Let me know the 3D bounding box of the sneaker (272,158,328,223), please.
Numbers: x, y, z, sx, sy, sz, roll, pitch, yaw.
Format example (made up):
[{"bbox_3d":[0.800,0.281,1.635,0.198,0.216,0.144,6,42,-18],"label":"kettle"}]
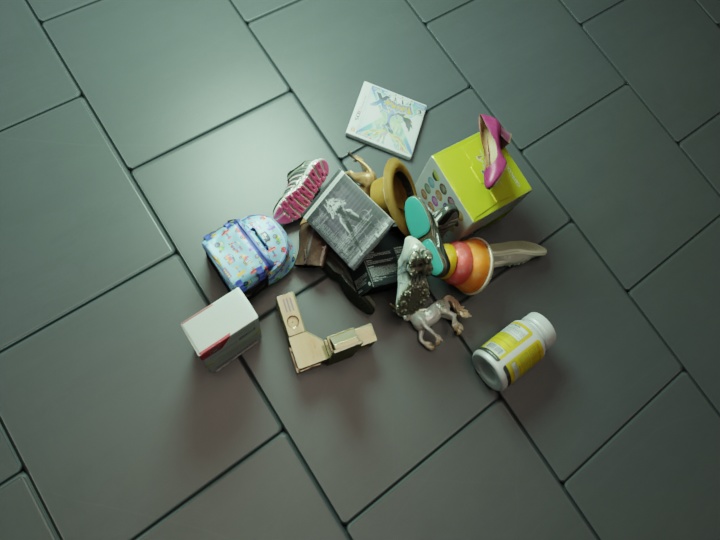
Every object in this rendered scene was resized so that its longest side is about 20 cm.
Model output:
[{"bbox_3d":[-0.164,-0.208,1.399,0.074,0.087,0.202,42,79,-39],"label":"sneaker"}]

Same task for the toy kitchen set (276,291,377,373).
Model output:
[{"bbox_3d":[-0.077,0.116,1.265,0.196,0.163,0.184,-17,76,-15],"label":"toy kitchen set"}]

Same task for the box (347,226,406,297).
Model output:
[{"bbox_3d":[0.066,-0.028,1.350,0.197,0.079,0.144,-10,76,-36],"label":"box"}]

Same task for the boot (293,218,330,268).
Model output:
[{"bbox_3d":[-0.074,-0.086,1.338,0.197,0.072,0.170,-4,67,36],"label":"boot"}]

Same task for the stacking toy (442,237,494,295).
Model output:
[{"bbox_3d":[0.220,-0.023,1.345,0.197,0.145,0.149,10,69,-31],"label":"stacking toy"}]

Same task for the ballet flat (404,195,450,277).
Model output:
[{"bbox_3d":[0.159,-0.078,1.272,0.068,0.067,0.204,-6,75,-55],"label":"ballet flat"}]

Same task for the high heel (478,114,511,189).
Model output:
[{"bbox_3d":[0.303,-0.285,1.302,0.095,0.067,0.202,30,54,-13],"label":"high heel"}]

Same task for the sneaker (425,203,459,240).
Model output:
[{"bbox_3d":[0.179,-0.139,1.380,0.074,0.201,0.117,-15,67,-20],"label":"sneaker"}]

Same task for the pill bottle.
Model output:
[{"bbox_3d":[0.386,0.198,1.351,0.198,0.114,0.115,-32,80,-18],"label":"pill bottle"}]

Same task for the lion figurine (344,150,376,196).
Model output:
[{"bbox_3d":[0.012,-0.198,1.388,0.072,0.203,0.122,-35,48,-29],"label":"lion figurine"}]

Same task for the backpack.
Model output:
[{"bbox_3d":[-0.256,-0.046,1.298,0.198,0.135,0.184,-32,80,-17],"label":"backpack"}]

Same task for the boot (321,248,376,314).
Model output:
[{"bbox_3d":[0.000,0.000,1.372,0.130,0.068,0.200,-40,85,-25],"label":"boot"}]

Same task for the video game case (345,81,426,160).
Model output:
[{"bbox_3d":[0.075,-0.428,1.542,0.196,0.022,0.185,20,70,-4],"label":"video game case"}]

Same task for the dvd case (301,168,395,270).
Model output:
[{"bbox_3d":[-0.032,-0.122,1.283,0.149,0.016,0.200,-48,69,9],"label":"dvd case"}]

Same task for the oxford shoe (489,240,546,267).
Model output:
[{"bbox_3d":[0.415,-0.042,1.467,0.196,0.075,0.059,-6,115,-20],"label":"oxford shoe"}]

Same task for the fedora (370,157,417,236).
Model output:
[{"bbox_3d":[0.077,-0.174,1.329,0.080,0.200,0.205,-8,69,27],"label":"fedora"}]

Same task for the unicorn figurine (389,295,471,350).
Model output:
[{"bbox_3d":[0.173,0.123,1.366,0.197,0.074,0.139,-21,67,-31],"label":"unicorn figurine"}]

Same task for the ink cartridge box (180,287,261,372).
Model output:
[{"bbox_3d":[-0.302,0.137,1.199,0.144,0.201,0.084,-34,77,-18],"label":"ink cartridge box"}]

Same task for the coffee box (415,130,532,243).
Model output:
[{"bbox_3d":[0.285,-0.212,1.418,0.198,0.198,0.202,-27,79,-17],"label":"coffee box"}]

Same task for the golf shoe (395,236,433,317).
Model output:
[{"bbox_3d":[0.118,0.014,1.266,0.077,0.203,0.098,-3,38,-19],"label":"golf shoe"}]
